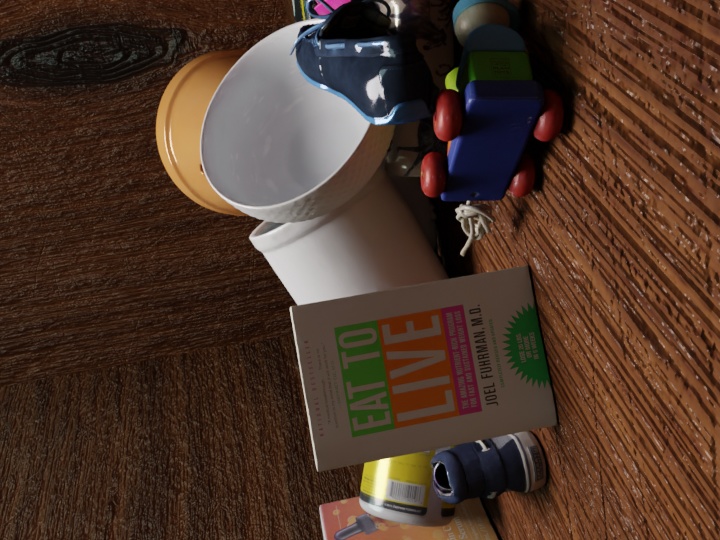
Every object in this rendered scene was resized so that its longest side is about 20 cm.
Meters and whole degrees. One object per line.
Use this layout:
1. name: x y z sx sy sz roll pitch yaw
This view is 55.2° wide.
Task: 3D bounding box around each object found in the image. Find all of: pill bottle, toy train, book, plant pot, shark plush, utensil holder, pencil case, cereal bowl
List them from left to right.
1. plant pot: -0.124 -0.157 0.796 0.140 0.199 0.201 24 125 63
2. cereal bowl: -0.050 -0.132 0.657 0.083 0.199 0.201 36 -146 -55
3. utensil holder: 0.000 0.000 0.769 0.201 0.169 0.170 59 178 -15
4. pencil case: 0.055 -0.185 0.675 0.089 0.077 0.201 -120 22 -66
5. pill bottle: 0.067 0.186 0.809 0.112 0.111 0.201 125 155 -80
6. book: 0.051 0.079 0.567 0.048 0.199 0.134 137 122 -81
7. shark plush: 0.078 -0.068 0.857 0.201 0.091 0.083 58 -172 11
8. toy train: 0.088 -0.108 0.544 0.200 0.084 0.116 95 174 -64

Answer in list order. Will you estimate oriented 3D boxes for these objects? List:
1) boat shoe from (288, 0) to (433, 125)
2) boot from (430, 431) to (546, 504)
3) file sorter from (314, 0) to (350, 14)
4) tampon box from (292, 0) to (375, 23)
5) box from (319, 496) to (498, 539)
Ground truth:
1. boat shoe: 0.005 -0.172 0.525 0.200 0.084 0.069 43 145 50
2. boot: 0.109 0.192 0.693 0.200 0.090 0.073 107 153 -74
3. file sorter: -0.013 -0.328 0.610 0.125 0.139 0.200 46 -176 -19
4. tampon box: -0.009 -0.294 0.843 0.200 0.126 0.151 -121 23 -70
5. box: 0.062 0.354 0.836 0.152 0.199 0.107 -117 19 -64
